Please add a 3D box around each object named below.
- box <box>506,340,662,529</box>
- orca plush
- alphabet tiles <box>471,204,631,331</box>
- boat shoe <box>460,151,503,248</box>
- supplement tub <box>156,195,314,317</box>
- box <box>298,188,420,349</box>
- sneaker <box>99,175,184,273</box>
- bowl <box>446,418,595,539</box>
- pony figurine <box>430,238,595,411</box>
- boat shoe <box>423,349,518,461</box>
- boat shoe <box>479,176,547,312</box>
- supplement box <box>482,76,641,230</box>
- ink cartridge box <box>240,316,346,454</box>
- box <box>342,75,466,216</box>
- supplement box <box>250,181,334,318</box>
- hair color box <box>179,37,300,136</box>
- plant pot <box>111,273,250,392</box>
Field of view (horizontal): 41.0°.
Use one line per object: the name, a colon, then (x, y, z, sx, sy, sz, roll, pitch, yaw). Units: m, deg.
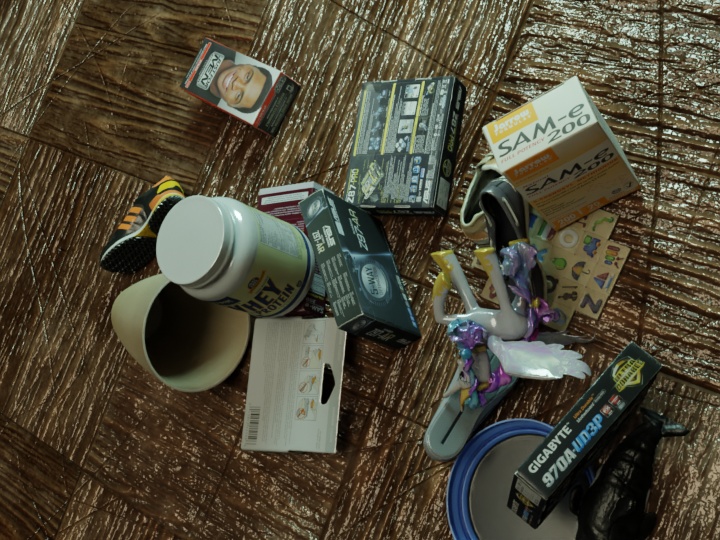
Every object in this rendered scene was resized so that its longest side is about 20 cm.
box: (0.247, 0.188, 1.077, 0.046, 0.159, 0.200, 39, 74, 21)
orca plush: (0.309, 0.258, 1.089, 0.105, 0.071, 0.200, 40, 87, -4)
alphabet tiles: (0.247, -0.017, 1.272, 0.200, 0.006, 0.167, 25, 91, 35)
boat shoe: (0.196, -0.128, 1.294, 0.075, 0.068, 0.201, 16, 79, 40)
supplement tub: (-0.173, -0.019, 1.356, 0.145, 0.200, 0.146, -10, 72, 32)
box: (0.000, 0.000, 1.336, 0.043, 0.160, 0.201, -30, 61, 22)
sneaker: (-0.378, -0.080, 1.672, 0.200, 0.070, 0.090, -42, 43, 16)
bowl: (0.203, 0.286, 1.194, 0.200, 0.039, 0.201, -10, 72, 31)
pony figurine: (0.179, 0.068, 1.168, 0.192, 0.166, 0.201, -8, 95, 20)
boat shoe: (0.142, 0.159, 1.250, 0.074, 0.067, 0.200, 40, 75, 6)
boat shoe: (0.187, -0.018, 1.233, 0.072, 0.063, 0.201, -3, 102, 38)
supplement box: (0.250, -0.136, 1.180, 0.126, 0.200, 0.074, -28, 60, 20)
ink cartridge box: (-0.088, 0.168, 1.417, 0.173, 0.044, 0.201, -3, 74, 32)
box: (0.063, -0.181, 1.415, 0.161, 0.049, 0.201, 3, 78, 32)
supplement box: (-0.105, -0.027, 1.473, 0.109, 0.061, 0.201, -4, 74, 33)
hair color box: (-0.205, -0.310, 1.619, 0.200, 0.061, 0.102, 29, 92, 35)
plant pot: (-0.306, 0.079, 1.519, 0.200, 0.187, 0.188, 9, 81, 49)
